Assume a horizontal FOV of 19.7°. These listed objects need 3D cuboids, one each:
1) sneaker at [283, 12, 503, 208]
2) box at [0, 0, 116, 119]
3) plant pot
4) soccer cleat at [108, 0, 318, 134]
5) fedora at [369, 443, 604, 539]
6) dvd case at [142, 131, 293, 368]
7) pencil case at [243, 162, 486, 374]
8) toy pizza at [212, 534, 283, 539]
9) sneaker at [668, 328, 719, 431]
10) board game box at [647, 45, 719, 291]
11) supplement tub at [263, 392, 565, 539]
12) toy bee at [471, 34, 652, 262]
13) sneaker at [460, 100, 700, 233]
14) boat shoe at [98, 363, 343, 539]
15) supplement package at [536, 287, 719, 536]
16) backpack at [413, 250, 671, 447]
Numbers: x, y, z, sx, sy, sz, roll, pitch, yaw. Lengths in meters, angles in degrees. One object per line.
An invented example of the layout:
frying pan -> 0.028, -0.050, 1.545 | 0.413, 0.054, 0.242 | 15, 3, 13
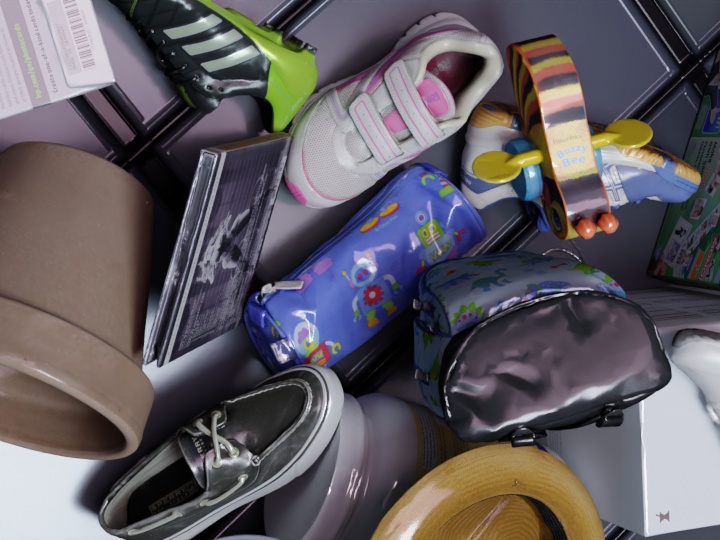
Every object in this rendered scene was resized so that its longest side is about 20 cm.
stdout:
sneaker -> 0.026, -0.122, 1.543 | 0.200, 0.088, 0.081 | -44, 108, -13
box -> -0.286, -0.174, 1.422 | 0.199, 0.041, 0.157 | -19, 101, -11
plant pot -> -0.222, 0.012, 1.417 | 0.200, 0.200, 0.175 | 25, 67, -22
soccer cleat -> -0.123, -0.164, 1.495 | 0.199, 0.068, 0.081 | 27, 95, -22
fedora -> 0.072, 0.210, 1.437 | 0.200, 0.082, 0.202 | -3, 98, -25
dvd case -> -0.097, -0.019, 1.441 | 0.016, 0.200, 0.149 | 18, 101, 9
pencil case -> 0.000, 0.000, 1.546 | 0.200, 0.078, 0.087 | -39, 128, -16
toy pizza -> -0.063, 0.282, 1.506 | 0.032, 0.199, 0.201 | -37, 113, -62
sneaker -> 0.290, 0.110, 1.462 | 0.200, 0.074, 0.087 | 36, 86, -21
board game box -> 0.298, -0.083, 1.632 | 0.029, 0.134, 0.201 | 19, 87, -22
supplement tub -> 0.043, 0.175, 1.542 | 0.199, 0.145, 0.146 | 19, 87, -22
toy bee -> 0.160, -0.070, 1.523 | 0.131, 0.109, 0.200 | -35, 113, -4
sneaker -> 0.168, -0.071, 1.623 | 0.199, 0.075, 0.089 | 12, 103, -18
boat shoe -> -0.100, 0.134, 1.476 | 0.200, 0.071, 0.064 | -39, 152, 14
supplement package -> 0.230, 0.102, 1.582 | 0.150, 0.200, 0.153 | -5, 97, -21
backpack -> 0.110, 0.052, 1.474 | 0.162, 0.200, 0.154 | -15, 83, -7
